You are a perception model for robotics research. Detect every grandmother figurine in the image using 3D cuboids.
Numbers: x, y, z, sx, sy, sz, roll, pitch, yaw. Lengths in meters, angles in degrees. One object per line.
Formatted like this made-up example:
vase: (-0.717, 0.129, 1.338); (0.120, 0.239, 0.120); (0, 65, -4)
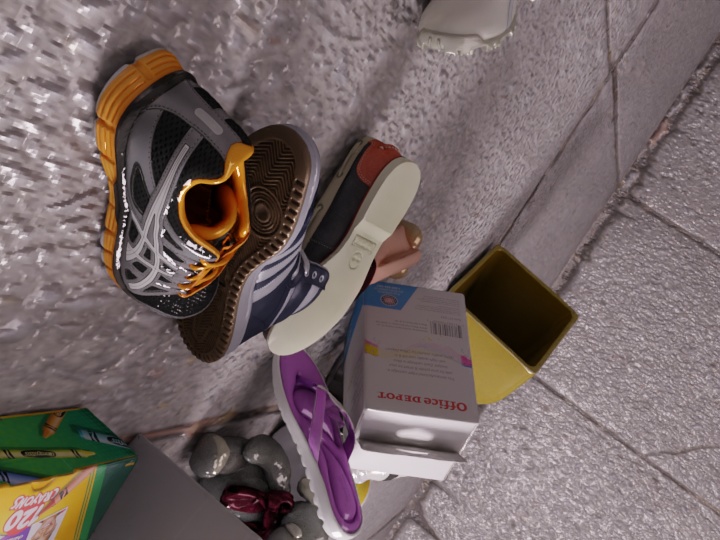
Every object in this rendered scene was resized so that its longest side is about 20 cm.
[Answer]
grandmother figurine: (0.000, 0.000, 0.813); (0.199, 0.060, 0.123); (-34, 145, -55)

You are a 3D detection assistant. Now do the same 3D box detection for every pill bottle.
pill bottle: (-0.048, 0.264, 1.042); (0.113, 0.111, 0.200); (-52, 156, -7)

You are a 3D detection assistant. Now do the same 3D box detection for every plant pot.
plant pot: (0.230, 0.120, 1.440); (0.194, 0.195, 0.201); (-38, 164, -43)

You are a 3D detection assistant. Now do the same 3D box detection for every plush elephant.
plush elephant: (-0.101, 0.262, 0.847); (0.166, 0.154, 0.199); (-58, 162, 12)

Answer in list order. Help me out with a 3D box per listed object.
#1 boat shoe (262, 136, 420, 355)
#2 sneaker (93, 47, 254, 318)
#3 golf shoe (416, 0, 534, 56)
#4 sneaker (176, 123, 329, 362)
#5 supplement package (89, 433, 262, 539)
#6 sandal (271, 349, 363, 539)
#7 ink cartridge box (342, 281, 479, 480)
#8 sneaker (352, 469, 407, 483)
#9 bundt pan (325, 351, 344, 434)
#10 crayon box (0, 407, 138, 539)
boat shoe: (-0.026, -0.021, 0.692); (0.202, 0.062, 0.071); (-57, 145, 4)
sneaker: (-0.100, -0.026, 0.464); (0.078, 0.077, 0.201); (-47, 162, -29)
golf shoe: (0.103, -0.248, 0.647); (0.201, 0.077, 0.098); (-50, 146, -35)
sneaker: (-0.058, -0.027, 0.579); (0.108, 0.070, 0.202); (-26, 153, -49)
supplement package: (-0.175, 0.265, 0.623); (0.200, 0.154, 0.112); (-47, 144, -22)
sandal: (-0.031, 0.165, 0.817); (0.049, 0.206, 0.082); (-22, 175, 26)
ink cartridge box: (0.050, 0.134, 0.913); (0.126, 0.126, 0.203); (109, -13, -47)
sneaker: (0.052, 0.223, 1.023); (0.199, 0.078, 0.075); (-21, 107, -68)
bundt pan: (0.025, 0.148, 1.116); (0.202, 0.075, 0.203); (-48, 160, -23)
crayon box: (-0.229, 0.150, 0.465); (0.120, 0.058, 0.200); (-57, 163, 5)
